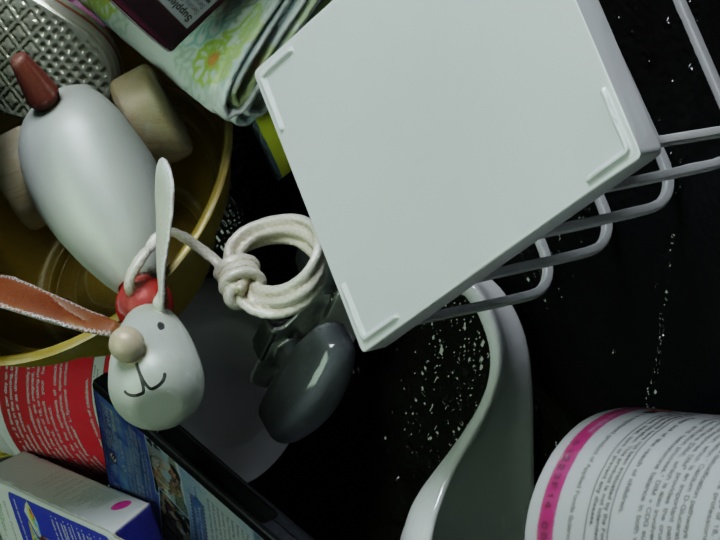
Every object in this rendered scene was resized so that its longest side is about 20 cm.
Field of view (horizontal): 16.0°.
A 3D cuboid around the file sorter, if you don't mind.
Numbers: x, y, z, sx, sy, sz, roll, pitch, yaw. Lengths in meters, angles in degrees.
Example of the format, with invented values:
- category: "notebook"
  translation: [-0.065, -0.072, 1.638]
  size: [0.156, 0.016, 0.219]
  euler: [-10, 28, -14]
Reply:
- category: "file sorter"
  translation: [0.075, -0.076, 1.104]
  size: [0.200, 0.124, 0.139]
  euler: [-37, 70, 49]

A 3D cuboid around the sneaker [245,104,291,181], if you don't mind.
- category: "sneaker"
  translation: [-0.048, -0.132, 1.299]
  size: [0.200, 0.078, 0.066]
  euler: [59, 177, 35]

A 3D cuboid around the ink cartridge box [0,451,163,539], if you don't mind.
- category: "ink cartridge box"
  translation: [-0.131, 0.157, 1.323]
  size: [0.200, 0.037, 0.095]
  euler: [15, 126, 60]

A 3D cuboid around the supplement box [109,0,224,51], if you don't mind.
- category: "supplement box"
  translation: [-0.062, -0.215, 1.173]
  size: [0.200, 0.086, 0.110]
  euler: [-43, 56, 3]

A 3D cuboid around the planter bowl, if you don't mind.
- category: "planter bowl"
  translation: [-0.135, -0.019, 1.297]
  size: [0.200, 0.201, 0.083]
  euler: [33, 168, 41]

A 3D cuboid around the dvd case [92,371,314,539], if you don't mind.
- category: "dvd case"
  translation: [-0.063, 0.151, 1.257]
  size: [0.200, 0.018, 0.143]
  euler: [36, 143, 41]

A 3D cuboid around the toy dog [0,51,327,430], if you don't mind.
- category: "toy dog"
  translation: [-0.119, -0.029, 1.174]
  size: [0.200, 0.132, 0.096]
  euler: [42, 174, 42]

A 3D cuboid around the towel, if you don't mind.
- category: "towel"
  translation: [-0.070, -0.184, 1.251]
  size: [0.200, 0.048, 0.171]
  euler: [41, 96, 37]

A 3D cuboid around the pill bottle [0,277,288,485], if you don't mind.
- category: "pill bottle"
  translation: [-0.131, 0.062, 1.406]
  size: [0.200, 0.112, 0.113]
  euler: [-3, 98, 51]

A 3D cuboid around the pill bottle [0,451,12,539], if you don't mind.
- category: "pill bottle"
  translation: [-0.277, 0.085, 1.591]
  size: [0.200, 0.114, 0.114]
  euler: [59, 138, 22]

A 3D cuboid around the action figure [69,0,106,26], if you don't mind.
- category: "action figure"
  translation: [-0.198, -0.187, 1.383]
  size: [0.134, 0.149, 0.200]
  euler: [-2, 128, 32]

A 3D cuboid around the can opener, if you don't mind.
- category: "can opener"
  translation: [0.000, 0.000, 1.274]
  size: [0.067, 0.052, 0.200]
  euler: [58, 137, 39]

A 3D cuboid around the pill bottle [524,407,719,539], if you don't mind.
- category: "pill bottle"
  translation: [0.172, 0.117, 1.047]
  size: [0.200, 0.113, 0.114]
  euler: [1, 101, 51]

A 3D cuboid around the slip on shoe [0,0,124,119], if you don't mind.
- category: "slip on shoe"
  translation: [-0.191, -0.129, 1.309]
  size: [0.200, 0.061, 0.074]
  euler: [22, 120, 35]

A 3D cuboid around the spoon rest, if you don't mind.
- category: "spoon rest"
  translation: [0.052, 0.090, 1.217]
  size: [0.060, 0.099, 0.201]
  euler: [-12, 78, 33]
